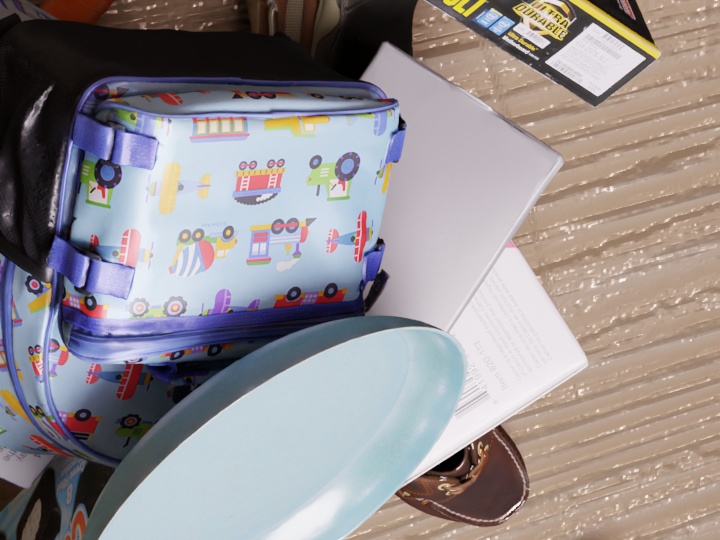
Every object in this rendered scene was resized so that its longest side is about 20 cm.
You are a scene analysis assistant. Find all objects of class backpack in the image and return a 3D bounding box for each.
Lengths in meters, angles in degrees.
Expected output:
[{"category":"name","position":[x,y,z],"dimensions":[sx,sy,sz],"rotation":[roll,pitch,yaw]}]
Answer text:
[{"category":"backpack","position":[-0.084,0.002,1.254],"dimensions":[0.183,0.135,0.200],"rotation":[1,110,-37]}]

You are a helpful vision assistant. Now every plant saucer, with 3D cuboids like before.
[{"category":"plant saucer","position":[-0.042,0.084,1.255],"dimensions":[0.200,0.027,0.200],"rotation":[-30,155,-16]}]

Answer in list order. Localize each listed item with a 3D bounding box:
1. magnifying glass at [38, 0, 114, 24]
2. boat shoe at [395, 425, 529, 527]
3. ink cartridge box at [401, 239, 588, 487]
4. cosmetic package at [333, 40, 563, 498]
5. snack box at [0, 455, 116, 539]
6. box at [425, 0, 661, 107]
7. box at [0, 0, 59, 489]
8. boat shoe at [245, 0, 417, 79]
[{"category":"magnifying glass","position":[-0.099,-0.167,1.386],"dimensions":[0.080,0.022,0.200],"rotation":[42,95,-5]},{"category":"boat shoe","position":[0.034,0.093,1.599],"dimensions":[0.070,0.070,0.200],"rotation":[-52,132,0]},{"category":"ink cartridge box","position":[-0.008,0.038,1.473],"dimensions":[0.200,0.083,0.147],"rotation":[-33,92,0]},{"category":"cosmetic package","position":[0.000,0.000,1.389],"dimensions":[0.107,0.090,0.200],"rotation":[35,88,0]},{"category":"snack box","position":[-0.139,0.151,1.406],"dimensions":[0.037,0.116,0.200],"rotation":[11,151,-24]},{"category":"box","position":[0.049,-0.187,1.372],"dimensions":[0.160,0.200,0.049],"rotation":[26,123,-38]},{"category":"box","position":[-0.184,-0.026,1.352],"dimensions":[0.200,0.105,0.184],"rotation":[31,107,-40]},{"category":"boat shoe","position":[-0.018,-0.121,1.447],"dimensions":[0.076,0.074,0.200],"rotation":[-25,148,-38]}]
